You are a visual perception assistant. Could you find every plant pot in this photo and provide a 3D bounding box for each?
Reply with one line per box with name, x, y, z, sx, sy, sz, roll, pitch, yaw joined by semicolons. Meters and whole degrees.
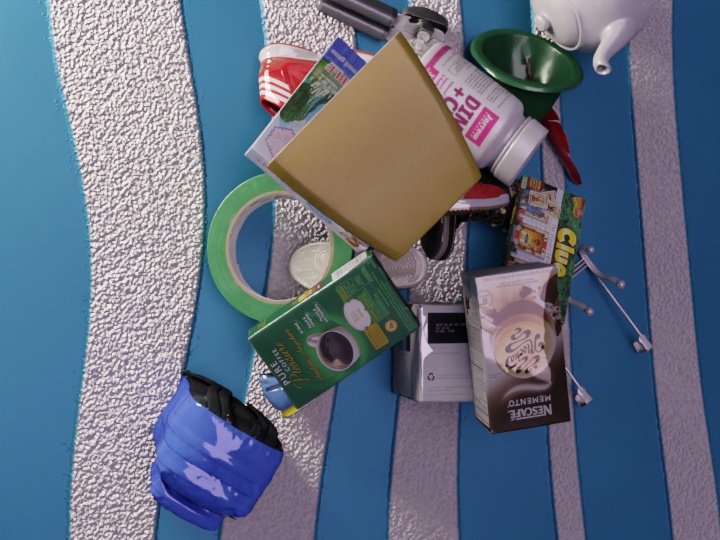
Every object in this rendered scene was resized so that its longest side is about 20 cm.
plant pot;0.028;-0.127;1.091;0.200;0.200;0.177;-44;95;3

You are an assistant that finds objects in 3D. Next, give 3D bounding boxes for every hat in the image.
hat;0.237;-0.236;1.420;0.164;0.178;0.200;-21;50;-32

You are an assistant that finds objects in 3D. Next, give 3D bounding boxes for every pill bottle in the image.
pill bottle;0.158;-0.217;1.329;0.199;0.113;0.114;37;79;7

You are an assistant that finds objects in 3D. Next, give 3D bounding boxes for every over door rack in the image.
over door rack;0.348;0.084;1.432;0.147;0.067;0.202;-36;99;-13

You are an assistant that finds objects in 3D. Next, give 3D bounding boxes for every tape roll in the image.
tape roll;-0.106;-0.029;1.279;0.196;0.048;0.205;0;87;3

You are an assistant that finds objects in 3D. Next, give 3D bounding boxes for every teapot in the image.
teapot;0.311;-0.396;1.372;0.145;0.200;0.200;-31;107;-8

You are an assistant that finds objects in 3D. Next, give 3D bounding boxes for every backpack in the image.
backpack;-0.185;0.240;1.206;0.161;0.200;0.170;28;82;-14

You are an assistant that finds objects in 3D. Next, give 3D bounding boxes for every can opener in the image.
can opener;0.031;-0.365;1.362;0.196;0.053;0.067;17;50;-17

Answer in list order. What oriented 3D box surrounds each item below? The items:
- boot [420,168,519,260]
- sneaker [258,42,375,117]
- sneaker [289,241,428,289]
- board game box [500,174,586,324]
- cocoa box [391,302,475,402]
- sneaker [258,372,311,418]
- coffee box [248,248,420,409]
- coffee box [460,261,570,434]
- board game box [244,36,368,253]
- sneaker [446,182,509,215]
boot;0.162;-0.084;1.343;0.151;0.074;0.206;20;48;-19
sneaker;-0.046;-0.239;1.305;0.195;0.079;0.118;4;71;-3
sneaker;0.000;0.000;1.335;0.196;0.084;0.077;4;87;9
board game box;0.253;-0.030;1.326;0.103;0.023;0.203;20;64;-10
cocoa box;0.153;0.114;1.340;0.196;0.131;0.137;1;88;-16
sneaker;-0.053;0.115;1.315;0.199;0.066;0.079;-37;100;-13
coffee box;-0.036;0.076;1.233;0.198;0.044;0.124;-35;107;5
coffee box;0.202;0.098;1.232;0.111;0.080;0.205;-8;95;-8
board game box;-0.016;-0.165;1.243;0.199;0.041;0.201;39;72;-11
sneaker;0.101;-0.129;1.224;0.196;0.071;0.115;-3;87;-20
